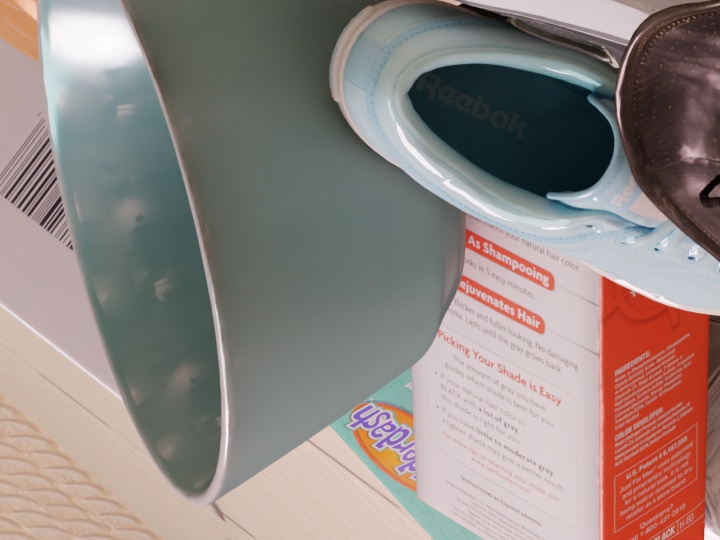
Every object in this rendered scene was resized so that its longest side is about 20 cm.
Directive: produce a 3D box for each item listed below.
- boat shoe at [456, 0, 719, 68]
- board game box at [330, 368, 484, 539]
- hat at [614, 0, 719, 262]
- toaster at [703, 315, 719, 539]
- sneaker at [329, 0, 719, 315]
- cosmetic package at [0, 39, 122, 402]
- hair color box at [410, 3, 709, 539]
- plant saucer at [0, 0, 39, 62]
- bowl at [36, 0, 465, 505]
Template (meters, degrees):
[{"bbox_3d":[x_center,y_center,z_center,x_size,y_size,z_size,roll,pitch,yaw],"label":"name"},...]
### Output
[{"bbox_3d":[0.068,-0.091,0.870,0.200,0.069,0.057,27,164,37],"label":"boat shoe"},{"bbox_3d":[0.000,0.000,1.224,0.152,0.045,0.200,51,-164,-44],"label":"board game box"},{"bbox_3d":[0.154,0.003,0.799,0.200,0.081,0.201,11,153,6],"label":"hat"},{"bbox_3d":[0.157,0.092,1.177,0.200,0.114,0.129,47,163,-25],"label":"toaster"},{"bbox_3d":[0.086,-0.025,0.906,0.199,0.074,0.082,16,-169,-9],"label":"sneaker"},{"bbox_3d":[-0.124,-0.038,1.399,0.199,0.123,0.200,38,-174,3],"label":"cosmetic package"},{"bbox_3d":[0.069,0.010,1.044,0.101,0.061,0.201,30,136,39],"label":"hair color box"},{"bbox_3d":[-0.073,-0.114,1.073,0.200,0.032,0.200,11,152,6],"label":"plant saucer"},{"bbox_3d":[-0.033,-0.029,1.005,0.201,0.105,0.201,167,90,-74],"label":"bowl"}]
